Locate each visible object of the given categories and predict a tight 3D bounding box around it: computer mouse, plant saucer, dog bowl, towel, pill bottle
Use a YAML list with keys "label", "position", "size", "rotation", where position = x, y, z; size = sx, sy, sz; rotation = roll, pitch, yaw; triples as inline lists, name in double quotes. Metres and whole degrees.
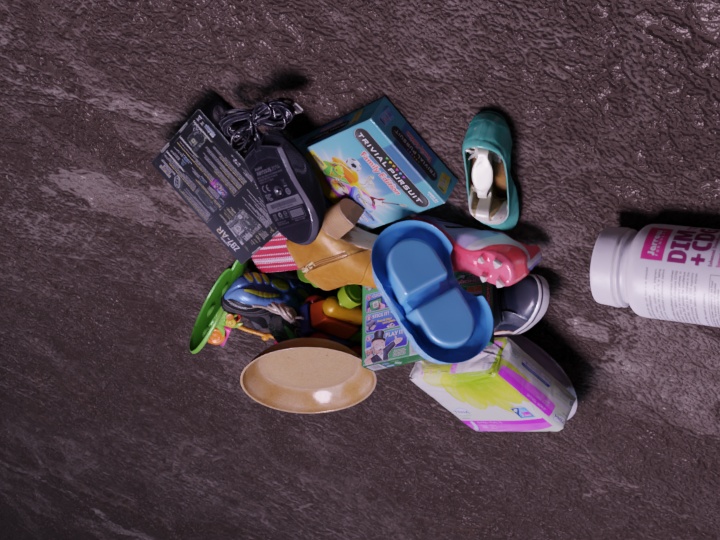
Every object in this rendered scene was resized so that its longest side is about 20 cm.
- label: "computer mouse"
  position: [-0.096, -0.132, 1.598]
  size: [0.138, 0.053, 0.200]
  rotation: [-8, 110, 43]
- label: "plant saucer"
  position: [-0.077, 0.149, 1.788]
  size: [0.200, 0.036, 0.200]
  rotation: [-1, 146, -1]
- label: "dog bowl"
  position: [0.087, 0.033, 1.564]
  size: [0.200, 0.111, 0.050]
  rotation: [59, 162, 11]
- label: "towel"
  position: [-0.134, -0.089, 1.748]
  size: [0.144, 0.022, 0.200]
  rotation: [-5, 119, 41]
- label: "pill bottle"
  position: [0.379, 0.005, 1.423]
  size: [0.200, 0.113, 0.113]
  rotation: [7, 139, 31]

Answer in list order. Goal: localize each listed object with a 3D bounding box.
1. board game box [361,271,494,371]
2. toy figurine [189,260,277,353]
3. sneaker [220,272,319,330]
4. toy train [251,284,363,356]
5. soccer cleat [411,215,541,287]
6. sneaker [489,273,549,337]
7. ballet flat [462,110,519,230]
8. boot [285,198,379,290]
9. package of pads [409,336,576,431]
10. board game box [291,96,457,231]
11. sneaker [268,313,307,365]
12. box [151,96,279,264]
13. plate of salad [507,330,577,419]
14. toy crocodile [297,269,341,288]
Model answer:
- label: "board game box"
  position: [0.089, 0.054, 1.663]
  size: [0.200, 0.135, 0.029]
  rotation: [-15, 152, 34]
- label: "toy figurine"
  position: [-0.150, 0.084, 1.959]
  size: [0.184, 0.150, 0.200]
  rotation: [26, 123, -16]
- label: "sneaker"
  position: [-0.130, 0.053, 1.864]
  size: [0.199, 0.071, 0.083]
  rotation: [17, 142, -43]
- label: "toy train"
  position: [-0.043, 0.055, 1.764]
  size: [0.200, 0.085, 0.116]
  rotation: [20, 137, -32]
- label: "soccer cleat"
  position: [0.147, -0.032, 1.602]
  size: [0.200, 0.076, 0.067]
  rotation: [24, 131, 46]
- label: "sneaker"
  position: [0.171, 0.054, 1.661]
  size: [0.079, 0.079, 0.200]
  rotation: [8, 158, -31]
- label: "ballet flat"
  position: [0.155, -0.104, 1.498]
  size: [0.067, 0.070, 0.200]
  rotation: [12, 142, 21]
- label: "boot"
  position: [-0.001, 0.000, 1.666]
  size: [0.201, 0.071, 0.144]
  rotation: [46, 138, -6]
- label: "package of pads"
  position: [0.180, 0.164, 1.719]
  size: [0.154, 0.068, 0.200]
  rotation: [39, 153, -23]
- label: "board game box"
  position: [0.006, -0.131, 1.600]
  size: [0.151, 0.047, 0.200]
  rotation: [46, 144, -21]
- label: "sneaker"
  position: [-0.061, 0.108, 1.858]
  size: [0.200, 0.085, 0.078]
  rotation: [35, 177, -41]
- label: "box"
  position: [-0.184, -0.123, 1.710]
  size: [0.200, 0.044, 0.160]
  rotation: [48, 138, -4]
- label: "plate of salad"
  position: [0.233, 0.145, 1.775]
  size: [0.200, 0.048, 0.200]
  rotation: [31, 150, 21]
- label: "toy crocodile"
  position: [-0.016, -0.013, 1.761]
  size: [0.067, 0.062, 0.200]
  rotation: [5, 162, -39]
